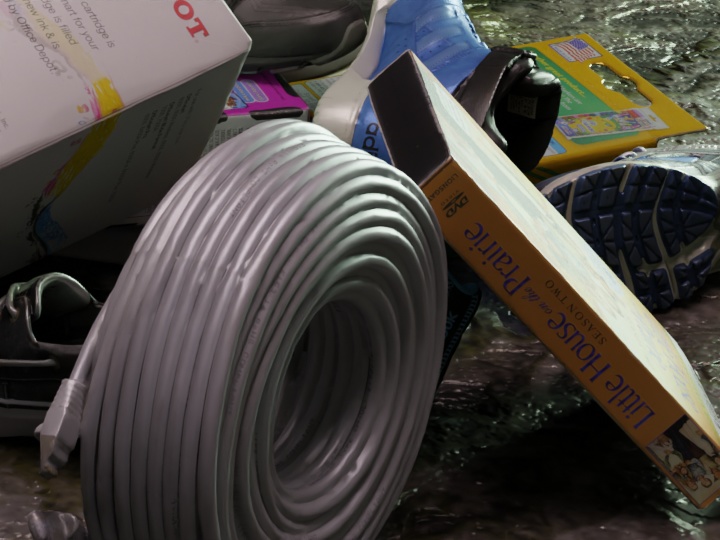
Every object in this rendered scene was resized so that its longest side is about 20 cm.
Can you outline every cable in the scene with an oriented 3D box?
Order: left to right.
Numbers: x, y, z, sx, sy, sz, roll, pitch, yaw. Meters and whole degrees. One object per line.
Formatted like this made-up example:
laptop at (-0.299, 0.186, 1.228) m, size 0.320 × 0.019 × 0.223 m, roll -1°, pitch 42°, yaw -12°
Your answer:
cable at (-0.035, 0.041, 1.171) m, size 0.069 × 0.201 × 0.200 m, roll 16°, pitch -11°, yaw 27°

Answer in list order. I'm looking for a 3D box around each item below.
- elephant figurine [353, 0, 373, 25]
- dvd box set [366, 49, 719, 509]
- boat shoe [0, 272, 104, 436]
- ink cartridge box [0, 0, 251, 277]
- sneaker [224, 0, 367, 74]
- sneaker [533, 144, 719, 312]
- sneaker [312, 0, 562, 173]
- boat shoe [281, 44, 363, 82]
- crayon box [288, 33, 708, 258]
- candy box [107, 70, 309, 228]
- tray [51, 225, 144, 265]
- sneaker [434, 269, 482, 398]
elephant figurine at (0.030, -0.219, 1.898) m, size 0.141 × 0.156 × 0.200 m, roll -35°, pitch -4°, yaw 25°
dvd box set at (0.084, 0.002, 1.312) m, size 0.029 × 0.200 × 0.146 m, roll -40°, pitch 20°, yaw 10°
boat shoe at (-0.134, 0.033, 1.335) m, size 0.199 × 0.071 × 0.072 m, roll 5°, pitch 24°, yaw 25°
ink cartridge box at (-0.181, -0.087, 1.375) m, size 0.199 × 0.145 × 0.148 m, roll -27°, pitch 75°, yaw -29°
sneaker at (-0.088, -0.156, 1.565) m, size 0.199 × 0.080 × 0.075 m, roll 15°, pitch 26°, yaw 24°
sneaker at (0.150, -0.026, 1.521) m, size 0.199 × 0.078 × 0.085 m, roll -5°, pitch 14°, yaw -33°
sneaker at (0.052, -0.095, 1.511) m, size 0.111 × 0.077 × 0.200 m, roll 9°, pitch 33°, yaw 13°
boat shoe at (-0.081, -0.136, 1.746) m, size 0.199 × 0.060 × 0.072 m, roll -10°, pitch 26°, yaw -25°
crayon box at (0.068, -0.066, 1.594) m, size 0.199 × 0.052 × 0.126 m, roll -12°, pitch 34°, yaw -27°
candy box at (-0.140, -0.072, 1.541) m, size 0.199 × 0.061 × 0.136 m, roll -5°, pitch 25°, yaw -18°
tray at (-0.128, -0.035, 1.561) m, size 0.199 × 0.022 × 0.107 m, roll 7°, pitch 23°, yaw 12°
sneaker at (0.000, 0.000, 1.398) m, size 0.073 × 0.082 × 0.200 m, roll 25°, pitch 14°, yaw -34°
